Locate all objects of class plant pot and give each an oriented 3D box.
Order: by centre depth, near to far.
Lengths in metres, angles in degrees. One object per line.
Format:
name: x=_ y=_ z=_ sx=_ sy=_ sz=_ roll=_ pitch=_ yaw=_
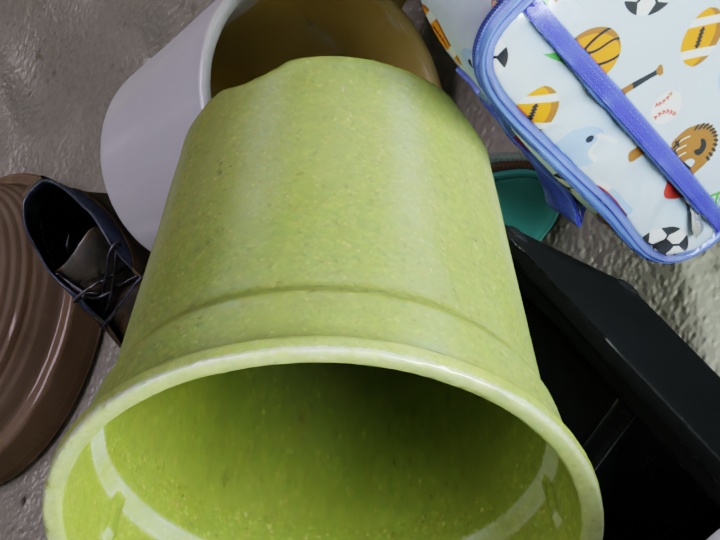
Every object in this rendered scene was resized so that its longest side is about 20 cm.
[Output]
plant pot: x=-0.012 y=0.026 z=0.760 sx=0.200 sy=0.200 sz=0.185 roll=-35 pitch=36 yaw=32
plant pot: x=-0.252 y=0.027 z=1.218 sx=0.200 sy=0.092 sz=0.202 roll=-24 pitch=56 yaw=40

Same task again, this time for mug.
mug: x=-0.045 y=-0.072 z=1.031 sx=0.153 sy=0.186 sz=0.151 roll=-17 pitch=93 yaw=52

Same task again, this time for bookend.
bookend: x=0.078 y=0.122 z=0.812 sx=0.199 sy=0.092 sz=0.200 roll=-55 pitch=41 yaw=15

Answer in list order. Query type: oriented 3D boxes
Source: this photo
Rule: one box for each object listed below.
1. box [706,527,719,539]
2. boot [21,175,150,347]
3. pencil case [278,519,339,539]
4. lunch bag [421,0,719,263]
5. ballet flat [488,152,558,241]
box: x=0.177 y=0.172 z=0.598 sx=0.200 sy=0.130 sz=0.200 roll=-52 pitch=45 yaw=45
boot: x=-0.125 y=0.027 z=1.074 sx=0.075 sy=0.097 sz=0.201 roll=-49 pitch=43 yaw=19
pencil case: x=-0.038 y=0.109 z=0.906 sx=0.088 sy=0.087 sz=0.200 roll=-57 pitch=19 yaw=11
lunch bag: x=0.122 y=-0.093 z=0.786 sx=0.160 sy=0.200 sz=0.076 roll=-44 pitch=45 yaw=5
ballet flat: x=0.000 y=0.000 z=0.912 sx=0.199 sy=0.069 sz=0.071 roll=-36 pitch=35 yaw=-19
